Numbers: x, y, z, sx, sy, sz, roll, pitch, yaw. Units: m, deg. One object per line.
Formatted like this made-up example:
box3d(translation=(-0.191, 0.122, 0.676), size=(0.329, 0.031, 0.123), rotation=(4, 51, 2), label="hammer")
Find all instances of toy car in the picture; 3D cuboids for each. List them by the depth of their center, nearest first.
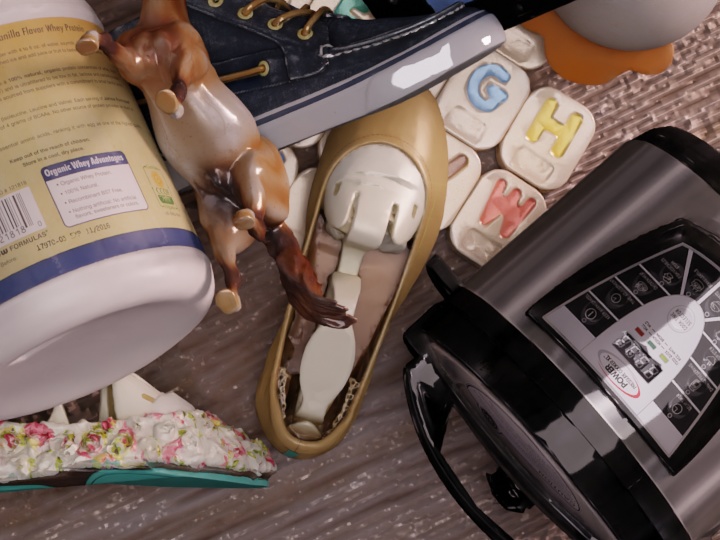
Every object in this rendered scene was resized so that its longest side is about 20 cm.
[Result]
box3d(translation=(0.126, -0.184, 1.244), size=(0.177, 0.184, 0.200), rotation=(21, 112, -7), label="toy car")

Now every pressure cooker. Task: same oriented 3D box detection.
box3d(translation=(0.128, 0.054, 1.223), size=(0.200, 0.176, 0.179), rotation=(-40, 125, -5), label="pressure cooker")

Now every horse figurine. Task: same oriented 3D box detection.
box3d(translation=(-0.069, -0.059, 1.154), size=(0.050, 0.133, 0.200), rotation=(-28, 103, 12), label="horse figurine")

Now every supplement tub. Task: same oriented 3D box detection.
box3d(translation=(-0.168, -0.046, 1.181), size=(0.144, 0.144, 0.200), rotation=(-23, 76, -7), label="supplement tub")

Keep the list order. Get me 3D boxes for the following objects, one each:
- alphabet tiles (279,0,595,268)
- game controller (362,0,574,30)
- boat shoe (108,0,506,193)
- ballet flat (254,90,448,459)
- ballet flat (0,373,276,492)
box3d(translation=(0.015, -0.088, 1.287), size=(0.200, 0.015, 0.196), rotation=(33, 86, -6), label="alphabet tiles")
box3d(translation=(0.054, -0.163, 1.192), size=(0.104, 0.200, 0.042), rotation=(46, 58, -17), label="game controller")
box3d(translation=(-0.035, -0.107, 1.218), size=(0.200, 0.071, 0.091), rotation=(-21, 93, 18), label="boat shoe")
box3d(translation=(0.000, 0.000, 1.251), size=(0.069, 0.063, 0.200), rotation=(15, 93, -3), label="ballet flat")
box3d(translation=(-0.140, 0.078, 1.238), size=(0.200, 0.076, 0.064), rotation=(-1, 82, -10), label="ballet flat")
